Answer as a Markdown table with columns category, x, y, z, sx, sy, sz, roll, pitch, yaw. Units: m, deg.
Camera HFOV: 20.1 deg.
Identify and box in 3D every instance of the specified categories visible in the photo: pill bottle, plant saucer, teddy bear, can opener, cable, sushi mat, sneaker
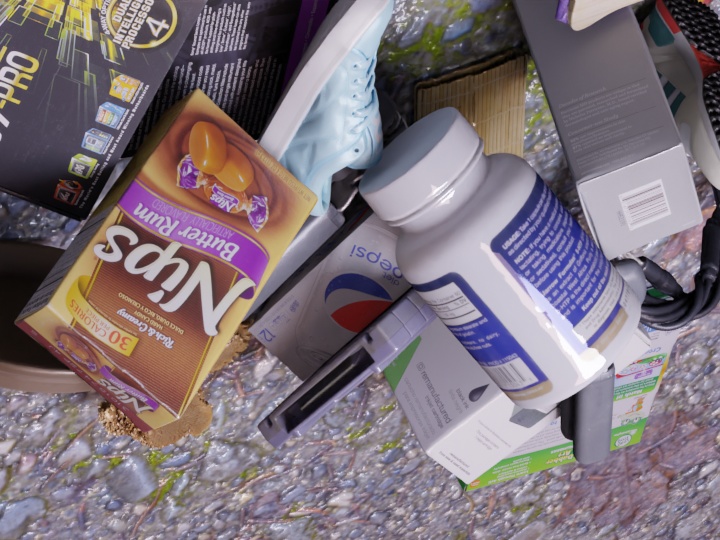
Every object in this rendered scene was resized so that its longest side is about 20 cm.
| category | x | y | z | sx | sy | sz | roll | pitch | yaw |
| --- | --- | --- | --- | --- | --- | --- | --- | --- | --- |
| pill bottle | 0.095 | -0.012 | 1.431 | 0.119 | 0.120 | 0.200 | -37 | 107 | 12 |
| plant saucer | -0.229 | 0.033 | 1.399 | 0.199 | 0.200 | 0.030 | -2 | 117 | -32 |
| teddy bear | -0.156 | 0.046 | 1.590 | 0.144 | 0.067 | 0.201 | -29 | 139 | -16 |
| can opener | 0.196 | 0.071 | 1.612 | 0.066 | 0.054 | 0.201 | -17 | 138 | -11 |
| cable | 0.272 | -0.042 | 1.695 | 0.199 | 0.165 | 0.051 | -23 | -171 | -42 |
| can opener | -0.047 | -0.054 | 1.503 | 0.200 | 0.053 | 0.067 | -45 | 133 | 0 |
| sushi mat | 0.086 | -0.090 | 1.621 | 0.095 | 0.012 | 0.201 | -19 | 142 | -13 |
| sneaker | 0.250 | -0.118 | 1.548 | 0.070 | 0.201 | 0.094 | 12 | 135 | -30 |
| sneaker | -0.010 | -0.116 | 1.395 | 0.082 | 0.074 | 0.200 | 28 | 133 | -7 |

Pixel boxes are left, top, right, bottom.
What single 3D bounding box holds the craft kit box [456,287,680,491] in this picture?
| category | x | y | z | sx | sy | sz | roll | pitch | yaw |
| --- | --- | --- | --- | --- | --- | --- | --- | --- | --- |
| craft kit box | 0.193 | 0.112 | 1.914 | 0.198 | 0.049 | 0.198 | -13 | 138 | -21 |

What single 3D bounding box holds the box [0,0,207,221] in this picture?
| category | x | y | z | sx | sy | sz | roll | pitch | yaw |
| --- | --- | --- | --- | --- | --- | --- | --- | --- | --- |
| box | -0.207 | -0.141 | 1.290 | 0.160 | 0.049 | 0.200 | 23 | 123 | -19 |

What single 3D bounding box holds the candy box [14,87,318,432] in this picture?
| category | x | y | z | sx | sy | sz | roll | pitch | yaw |
| --- | --- | --- | --- | --- | --- | --- | --- | --- | --- |
| candy box | -0.125 | -0.008 | 1.344 | 0.117 | 0.201 | 0.056 | 41 | 149 | -17 |

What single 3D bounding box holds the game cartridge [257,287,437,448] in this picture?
| category | x | y | z | sx | sy | sz | roll | pitch | yaw |
| --- | --- | --- | --- | --- | --- | --- | --- | --- | --- |
| game cartridge | 0.009 | 0.060 | 1.579 | 0.129 | 0.038 | 0.200 | -36 | 176 | -40 |

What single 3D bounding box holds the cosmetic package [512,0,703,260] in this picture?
| category | x | y | z | sx | sy | sz | roll | pitch | yaw |
| --- | --- | --- | --- | --- | --- | --- | --- | --- | --- |
| cosmetic package | 0.178 | -0.125 | 1.479 | 0.090 | 0.201 | 0.107 | -22 | 143 | 6 |

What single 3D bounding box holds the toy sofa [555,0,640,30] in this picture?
| category | x | y | z | sx | sy | sz | roll | pitch | yaw |
| --- | --- | --- | --- | --- | --- | --- | --- | --- | --- |
| toy sofa | 0.209 | -0.256 | 1.444 | 0.199 | 0.083 | 0.098 | -21 | 140 | -13 |

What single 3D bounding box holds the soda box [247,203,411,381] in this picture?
| category | x | y | z | sx | sy | sz | roll | pitch | yaw |
| --- | --- | --- | --- | --- | --- | --- | --- | --- | --- |
| soda box | 0.000 | 0.000 | 1.566 | 0.200 | 0.063 | 0.068 | -42 | -171 | 38 |

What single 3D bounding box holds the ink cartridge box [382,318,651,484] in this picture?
| category | x | y | z | sx | sy | sz | roll | pitch | yaw |
| --- | --- | --- | --- | --- | --- | --- | --- | --- | --- |
| ink cartridge box | 0.122 | 0.057 | 1.710 | 0.200 | 0.146 | 0.084 | -38 | 140 | 11 |

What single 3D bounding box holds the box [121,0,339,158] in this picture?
| category | x | y | z | sx | sy | sz | roll | pitch | yaw |
| --- | --- | --- | --- | --- | --- | --- | --- | --- | --- |
| box | -0.117 | -0.146 | 1.399 | 0.199 | 0.036 | 0.144 | -10 | 139 | -26 |
